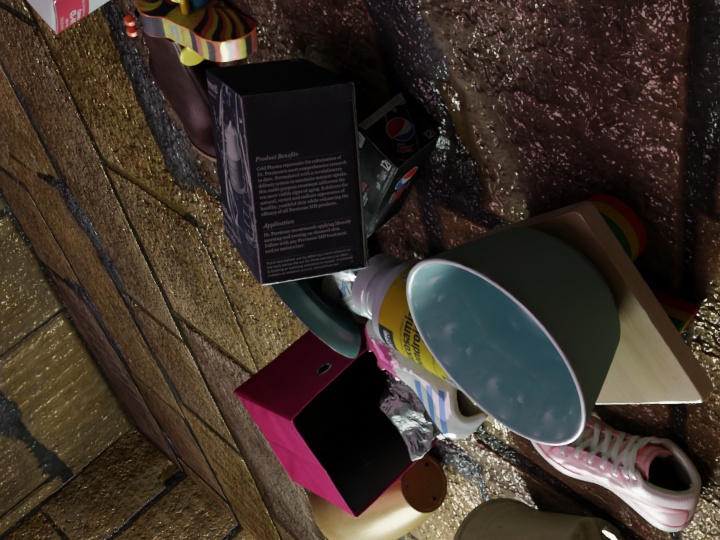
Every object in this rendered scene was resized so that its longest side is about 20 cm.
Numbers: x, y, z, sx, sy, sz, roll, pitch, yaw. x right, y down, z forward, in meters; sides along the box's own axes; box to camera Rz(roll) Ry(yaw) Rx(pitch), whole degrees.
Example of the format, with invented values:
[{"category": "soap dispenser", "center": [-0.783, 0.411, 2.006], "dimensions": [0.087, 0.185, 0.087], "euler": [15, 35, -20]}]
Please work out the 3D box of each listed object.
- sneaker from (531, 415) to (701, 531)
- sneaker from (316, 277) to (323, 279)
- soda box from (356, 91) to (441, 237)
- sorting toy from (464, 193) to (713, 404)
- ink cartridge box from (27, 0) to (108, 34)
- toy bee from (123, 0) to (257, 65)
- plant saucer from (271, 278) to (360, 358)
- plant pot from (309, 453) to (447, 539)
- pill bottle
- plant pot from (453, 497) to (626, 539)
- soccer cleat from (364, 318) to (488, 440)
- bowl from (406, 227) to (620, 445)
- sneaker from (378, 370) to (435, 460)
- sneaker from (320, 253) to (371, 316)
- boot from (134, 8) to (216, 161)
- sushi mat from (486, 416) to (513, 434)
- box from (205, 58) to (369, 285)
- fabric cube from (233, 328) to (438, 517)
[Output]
[{"category": "sneaker", "center": [0.275, 0.195, 1.089], "dimensions": [0.200, 0.075, 0.105], "euler": [32, 156, 21]}, {"category": "sneaker", "center": [-0.099, -0.064, 1.392], "dimensions": [0.078, 0.077, 0.201], "euler": [12, 137, 53]}, {"category": "soda box", "center": [0.021, -0.107, 1.112], "dimensions": [0.063, 0.071, 0.200], "euler": [47, 157, 8]}, {"category": "sorting toy", "center": [0.219, 0.024, 0.947], "dimensions": [0.200, 0.070, 0.199], "euler": [55, 157, -8]}, {"category": "ink cartridge box", "center": [-0.308, -0.385, 1.137], "dimensions": [0.148, 0.200, 0.086], "euler": [49, 158, 4]}, {"category": "toy bee", "center": [-0.223, -0.302, 1.227], "dimensions": [0.200, 0.109, 0.131], "euler": [29, 151, 41]}, {"category": "plant saucer", "center": [-0.065, 0.038, 1.407], "dimensions": [0.200, 0.027, 0.200], "euler": [45, -170, -10]}, {"category": "plant pot", "center": [0.046, 0.360, 1.659], "dimensions": [0.187, 0.186, 0.200], "euler": [54, 144, -8]}, {"category": "pill bottle", "center": [0.084, 0.054, 1.185], "dimensions": [0.200, 0.112, 0.112], "euler": [29, 149, 40]}, {"category": "plant pot", "center": [0.247, 0.394, 1.324], "dimensions": [0.201, 0.200, 0.183], "euler": [54, 146, -8]}, {"category": "soccer cleat", "center": [0.091, 0.128, 1.314], "dimensions": [0.086, 0.070, 0.200], "euler": [-35, 97, 33]}, {"category": "bowl", "center": [0.146, 0.042, 0.884], "dimensions": [0.201, 0.105, 0.201], "euler": [41, 155, 24]}, {"category": "sneaker", "center": [0.055, 0.163, 1.414], "dimensions": [0.104, 0.060, 0.200], "euler": [-35, 99, 30]}, {"category": "sneaker", "center": [0.000, 0.000, 1.326], "dimensions": [0.086, 0.078, 0.200], "euler": [37, 164, 15]}, {"category": "boot", "center": [-0.225, -0.242, 1.345], "dimensions": [0.200, 0.072, 0.167], "euler": [45, 165, 28]}, {"category": "sushi mat", "center": [0.145, 0.127, 1.308], "dimensions": [0.095, 0.012, 0.201], "euler": [30, 149, 42]}, {"category": "box", "center": [-0.082, -0.113, 1.092], "dimensions": [0.200, 0.123, 0.198], "euler": [-136, 40, -65]}, {"category": "fabric cube", "center": [-0.033, 0.212, 1.532], "dimensions": [0.199, 0.196, 0.201], "euler": [11, 136, 59]}]
